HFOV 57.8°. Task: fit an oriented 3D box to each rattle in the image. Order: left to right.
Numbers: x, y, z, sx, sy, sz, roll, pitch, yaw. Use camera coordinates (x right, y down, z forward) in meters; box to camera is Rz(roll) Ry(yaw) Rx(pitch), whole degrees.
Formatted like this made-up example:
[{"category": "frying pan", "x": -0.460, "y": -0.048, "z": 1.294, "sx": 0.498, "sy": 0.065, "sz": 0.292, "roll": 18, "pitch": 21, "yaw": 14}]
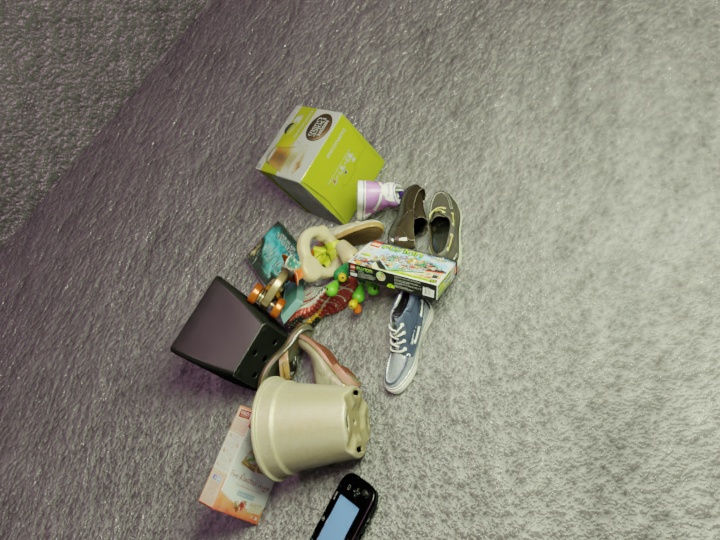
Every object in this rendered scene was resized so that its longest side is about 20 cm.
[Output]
[{"category": "rattle", "x": -0.135, "y": -0.010, "z": 1.491, "sx": 0.141, "sy": 0.132, "sz": 0.201, "roll": -10, "pitch": 28, "yaw": 37}]

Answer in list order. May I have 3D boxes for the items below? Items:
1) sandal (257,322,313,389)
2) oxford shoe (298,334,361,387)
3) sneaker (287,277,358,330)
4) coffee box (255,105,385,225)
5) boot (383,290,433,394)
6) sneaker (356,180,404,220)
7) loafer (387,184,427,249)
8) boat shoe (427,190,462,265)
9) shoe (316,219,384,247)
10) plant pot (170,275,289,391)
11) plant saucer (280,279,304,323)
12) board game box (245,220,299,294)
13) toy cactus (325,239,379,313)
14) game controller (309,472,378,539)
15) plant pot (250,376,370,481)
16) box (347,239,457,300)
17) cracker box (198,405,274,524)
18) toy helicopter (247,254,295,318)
[{"category": "sandal", "x": -0.163, "y": 0.211, "z": 1.473, "sx": 0.054, "sy": 0.082, "sz": 0.201, "roll": 33, "pitch": 77, "yaw": 25}, {"category": "oxford shoe", "x": -0.084, "y": 0.208, "z": 1.391, "sx": 0.074, "sy": 0.071, "sz": 0.199, "roll": -53, "pitch": 47, "yaw": 3}, {"category": "sneaker", "x": -0.093, "y": 0.059, "z": 1.502, "sx": 0.198, "sy": 0.078, "sz": 0.083, "roll": -31, "pitch": 45, "yaw": 19}, {"category": "coffee box", "x": -0.098, "y": -0.265, "z": 1.639, "sx": 0.196, "sy": 0.200, "sz": 0.202, "roll": 23, "pitch": 77, "yaw": 45}, {"category": "boot", "x": 0.078, "y": 0.135, "z": 1.297, "sx": 0.072, "sy": 0.090, "sz": 0.203, "roll": 3, "pitch": 63, "yaw": 40}, {"category": "sneaker", "x": 0.045, "y": -0.158, "z": 1.513, "sx": 0.112, "sy": 0.200, "sz": 0.074, "roll": -2, "pitch": 86, "yaw": -3}, {"category": "loafer", "x": 0.117, "y": -0.109, "z": 1.443, "sx": 0.070, "sy": 0.074, "sz": 0.202, "roll": 7, "pitch": 51, "yaw": 18}, {"category": "boat shoe", "x": 0.178, "y": -0.098, "z": 1.397, "sx": 0.071, "sy": 0.060, "sz": 0.204, "roll": -22, "pitch": 50, "yaw": 25}, {"category": "shoe", "x": -0.029, "y": -0.092, "z": 1.557, "sx": 0.197, "sy": 0.070, "sz": 0.054, "roll": -16, "pitch": 60, "yaw": 34}, {"category": "plant pot", "x": -0.278, "y": 0.168, "z": 1.509, "sx": 0.176, "sy": 0.200, "sz": 0.202, "roll": 26, "pitch": 79, "yaw": 35}, {"category": "plant saucer", "x": -0.159, "y": 0.055, "z": 1.534, "sx": 0.070, "sy": 0.019, "sz": 0.201, "roll": -48, "pitch": 15, "yaw": 14}, {"category": "board game box", "x": -0.216, "y": -0.029, "z": 1.701, "sx": 0.135, "sy": 0.028, "sz": 0.200, "roll": -46, "pitch": 43, "yaw": 3}, {"category": "toy cactus", "x": 0.000, "y": 0.000, "z": 1.425, "sx": 0.197, "sy": 0.103, "sz": 0.166, "roll": -27, "pitch": 52, "yaw": -15}, {"category": "game controller", "x": -0.041, "y": 0.477, "z": 1.197, "sx": 0.103, "sy": 0.042, "sz": 0.202, "roll": 18, "pitch": 74, "yaw": 45}, {"category": "plant pot", "x": -0.085, "y": 0.300, "z": 1.267, "sx": 0.180, "sy": 0.201, "sz": 0.204, "roll": -9, "pitch": 55, "yaw": 21}, {"category": "box", "x": 0.085, "y": -0.004, "z": 1.317, "sx": 0.197, "sy": 0.035, "sz": 0.110, "roll": 15, "pitch": 34, "yaw": 25}, {"category": "cracker box", "x": -0.229, "y": 0.399, "z": 1.339, "sx": 0.057, "sy": 0.134, "sz": 0.203, "roll": 5, "pitch": 65, "yaw": 41}, {"category": "toy helicopter", "x": -0.194, "y": 0.033, "z": 1.523, "sx": 0.134, "sy": 0.078, "sz": 0.200, "roll": -59, "pitch": 4, "yaw": -5}]
